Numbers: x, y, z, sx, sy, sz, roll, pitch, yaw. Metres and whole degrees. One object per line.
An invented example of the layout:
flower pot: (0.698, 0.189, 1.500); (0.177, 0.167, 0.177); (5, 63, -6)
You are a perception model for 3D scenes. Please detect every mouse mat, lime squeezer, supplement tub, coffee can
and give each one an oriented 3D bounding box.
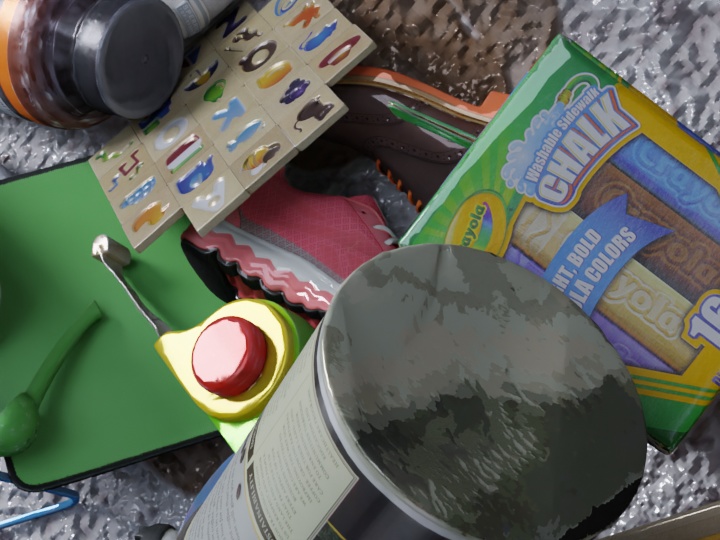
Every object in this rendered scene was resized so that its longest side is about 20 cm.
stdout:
mouse mat: (-0.142, 0.018, 0.978); (0.161, 0.008, 0.200); (-16, 63, -11)
lime squeezer: (-0.213, 0.070, 0.901); (0.038, 0.200, 0.071); (-33, 77, 59)
supplement tub: (-0.200, -0.145, 1.032); (0.200, 0.107, 0.107); (17, 84, 34)
coffee can: (0.013, 0.105, 0.758); (0.146, 0.146, 0.200); (60, 141, 25)

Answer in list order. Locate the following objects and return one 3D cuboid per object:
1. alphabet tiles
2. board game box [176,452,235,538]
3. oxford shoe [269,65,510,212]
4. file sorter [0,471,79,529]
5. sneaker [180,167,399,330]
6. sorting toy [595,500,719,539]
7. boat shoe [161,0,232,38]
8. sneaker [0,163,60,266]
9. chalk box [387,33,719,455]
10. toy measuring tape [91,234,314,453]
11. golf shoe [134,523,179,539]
alphabet tiles: (-0.075, -0.090, 0.958); (0.166, 0.006, 0.200); (-41, 31, 2)
board game box: (0.005, 0.165, 0.888); (0.158, 0.039, 0.200); (-31, 64, -14)
oxford shoe: (0.030, -0.064, 0.934); (0.200, 0.071, 0.073); (13, 86, 27)
file sorter: (-0.217, 0.220, 0.937); (0.123, 0.139, 0.200); (-18, 70, 17)
sneaker: (0.000, 0.000, 0.930); (0.200, 0.074, 0.087); (28, 69, 22)
sorting toy: (0.128, 0.200, 0.764); (0.200, 0.036, 0.185); (-22, 54, 32)
boat shoe: (-0.137, -0.226, 1.060); (0.068, 0.072, 0.200); (-34, 56, -10)
sneaker: (-0.258, 0.019, 1.042); (0.115, 0.075, 0.200); (27, 85, 31)
chalk box: (0.101, -0.027, 0.822); (0.200, 0.124, 0.124); (39, 95, 3)
toy measuring tape: (-0.074, 0.028, 0.919); (0.074, 0.074, 0.200); (-47, 53, 7)
golf shoe: (-0.062, 0.222, 0.904); (0.094, 0.078, 0.200); (-21, 78, 12)
